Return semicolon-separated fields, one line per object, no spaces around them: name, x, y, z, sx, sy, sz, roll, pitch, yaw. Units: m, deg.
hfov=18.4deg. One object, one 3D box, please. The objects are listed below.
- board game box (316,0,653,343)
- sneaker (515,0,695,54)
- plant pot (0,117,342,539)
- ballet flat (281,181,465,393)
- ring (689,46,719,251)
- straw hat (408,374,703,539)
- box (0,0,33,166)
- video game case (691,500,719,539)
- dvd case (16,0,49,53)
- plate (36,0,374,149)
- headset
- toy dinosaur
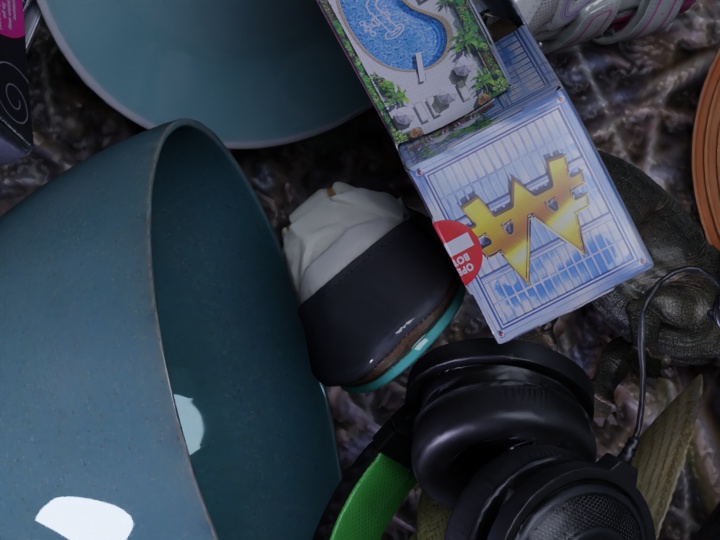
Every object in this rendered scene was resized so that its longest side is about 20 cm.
board game box;0.030;-0.078;0.777;0.062;0.200;0.200;-28;125;4
sneaker;0.102;-0.131;0.951;0.200;0.081;0.088;-46;104;-17
plant pot;-0.099;0.059;0.817;0.134;0.200;0.201;-15;79;13
ballet flat;0.000;0.000;0.842;0.073;0.200;0.073;0;96;4
ring;0.241;-0.049;0.946;0.199;0.019;0.201;2;104;10
straw hat;0.055;0.116;0.831;0.085;0.201;0.202;20;72;5
box;-0.205;-0.130;0.791;0.114;0.132;0.201;-22;58;19
video game case;0.152;0.093;0.848;0.025;0.200;0.181;37;71;10
dvd case;-0.202;-0.044;0.841;0.016;0.148;0.201;43;62;-49
plate;-0.037;-0.145;0.852;0.199;0.026;0.201;-11;117;-23
headset;0.066;0.078;0.746;0.094;0.124;0.200;32;113;-33
toy dinosaur;0.111;-0.004;0.939;0.200;0.077;0.102;35;54;14
